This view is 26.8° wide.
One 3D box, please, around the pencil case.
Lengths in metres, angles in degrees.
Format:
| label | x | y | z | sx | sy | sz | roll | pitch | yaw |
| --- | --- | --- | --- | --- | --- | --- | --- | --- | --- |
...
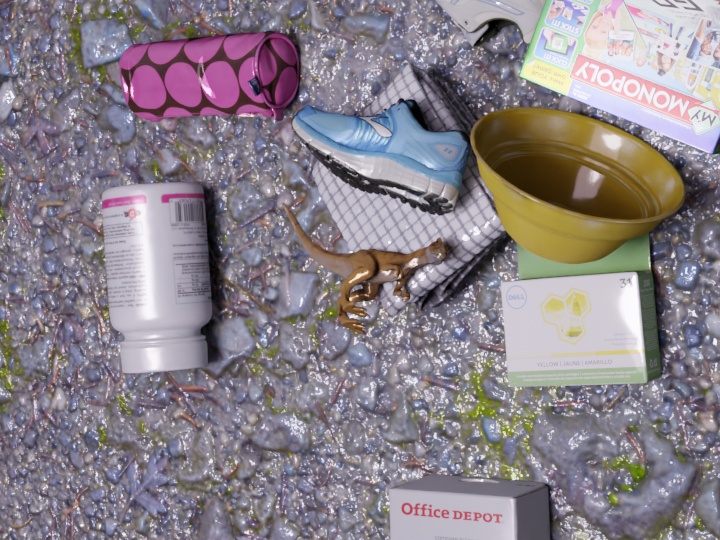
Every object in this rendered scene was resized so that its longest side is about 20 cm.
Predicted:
| label | x | y | z | sx | sy | sz | roll | pitch | yaw |
| --- | --- | --- | --- | --- | --- | --- | --- | --- | --- |
| pencil case | -0.166 | -0.205 | 1.633 | 0.199 | 0.091 | 0.095 | 2 | 106 | 34 |

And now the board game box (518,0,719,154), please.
| label | x | y | z | sx | sy | sz | roll | pitch | yaw |
| --- | --- | --- | --- | --- | --- | --- | --- | --- | --- |
| board game box | 0.259 | -0.205 | 1.385 | 0.199 | 0.029 | 0.136 | 24 | 104 | 20 |

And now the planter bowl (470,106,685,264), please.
| label | x | y | z | sx | sy | sz | roll | pitch | yaw |
| --- | --- | --- | --- | --- | --- | --- | --- | --- | --- |
| planter bowl | 0.186 | -0.064 | 1.367 | 0.200 | 0.200 | 0.084 | 32 | 126 | 27 |

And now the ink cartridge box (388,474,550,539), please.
| label | x | y | z | sx | sy | sz | roll | pitch | yaw |
| --- | --- | --- | --- | --- | --- | --- | --- | --- | --- |
| ink cartridge box | 0.108 | 0.308 | 1.480 | 0.144 | 0.084 | 0.202 | -1 | 90 | 32 |

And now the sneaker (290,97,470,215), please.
| label | x | y | z | sx | sy | sz | roll | pitch | yaw |
| --- | --- | --- | --- | --- | --- | --- | --- | --- | --- |
| sneaker | 0.024 | -0.122 | 1.442 | 0.199 | 0.078 | 0.090 | 23 | 79 | 31 |

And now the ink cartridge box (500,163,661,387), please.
| label | x | y | z | sx | sy | sz | roll | pitch | yaw |
| --- | --- | --- | --- | --- | --- | --- | --- | --- | --- |
| ink cartridge box | 0.205 | 0.007 | 1.432 | 0.145 | 0.048 | 0.202 | -4 | 92 | 32 |

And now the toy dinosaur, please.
| label | x | y | z | sx | sy | sz | roll | pitch | yaw |
| --- | --- | --- | --- | --- | --- | --- | --- | --- | --- |
| toy dinosaur | 0.000 | 0.000 | 1.451 | 0.199 | 0.060 | 0.107 | 5 | 61 | 31 |

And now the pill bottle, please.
| label | x | y | z | sx | sy | sz | roll | pitch | yaw |
| --- | --- | --- | --- | --- | --- | --- | --- | --- | --- |
| pill bottle | -0.221 | 0.008 | 1.655 | 0.113 | 0.113 | 0.202 | -4 | 89 | 31 |

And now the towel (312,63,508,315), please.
| label | x | y | z | sx | sy | sz | roll | pitch | yaw |
| --- | --- | --- | --- | --- | --- | --- | --- | --- | --- |
| towel | 0.061 | -0.076 | 1.491 | 0.165 | 0.085 | 0.201 | -42 | 63 | 24 |

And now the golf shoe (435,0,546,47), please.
| label | x | y | z | sx | sy | sz | roll | pitch | yaw |
| --- | --- | --- | --- | --- | --- | --- | --- | --- | --- |
| golf shoe | 0.097 | -0.269 | 1.475 | 0.199 | 0.078 | 0.098 | 13 | 104 | 32 |
